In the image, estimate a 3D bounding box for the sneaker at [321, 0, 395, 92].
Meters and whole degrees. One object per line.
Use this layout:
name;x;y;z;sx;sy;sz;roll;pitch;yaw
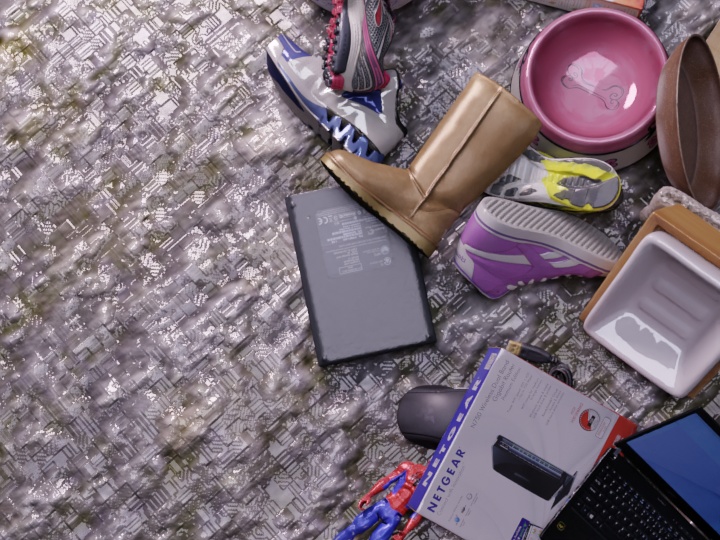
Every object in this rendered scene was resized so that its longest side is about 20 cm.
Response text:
sneaker;0.007;-0.303;1.345;0.074;0.081;0.201;5;108;-16

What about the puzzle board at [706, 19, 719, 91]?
puzzle board;0.510;-0.279;1.444;0.150;0.017;0.200;33;81;8

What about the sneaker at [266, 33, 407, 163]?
sneaker;-0.015;-0.212;1.420;0.115;0.081;0.200;-41;86;-11

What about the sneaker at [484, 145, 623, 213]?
sneaker;0.213;-0.101;1.385;0.199;0.085;0.075;21;88;29

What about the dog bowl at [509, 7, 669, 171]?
dog bowl;0.275;-0.218;1.396;0.199;0.074;0.201;-1;81;8

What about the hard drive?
hard drive;0.000;0.000;1.371;0.139;0.033;0.201;-12;85;-1

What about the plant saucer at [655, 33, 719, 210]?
plant saucer;0.373;-0.165;1.348;0.036;0.200;0.202;-3;74;32

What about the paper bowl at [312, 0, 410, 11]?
paper bowl;0.003;-0.405;1.445;0.199;0.104;0.202;0;76;2

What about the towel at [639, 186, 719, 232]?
towel;0.408;-0.024;1.327;0.200;0.133;0.035;35;84;9

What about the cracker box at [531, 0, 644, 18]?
cracker box;0.260;-0.392;1.457;0.199;0.058;0.135;15;78;6

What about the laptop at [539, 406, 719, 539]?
laptop;0.325;0.268;1.247;0.177;0.103;0.200;44;80;-12

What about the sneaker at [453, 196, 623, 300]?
sneaker;0.201;-0.010;1.372;0.199;0.115;0.073;16;33;-16

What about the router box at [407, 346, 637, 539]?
router box;0.176;0.213;1.292;0.179;0.049;0.201;29;84;-8

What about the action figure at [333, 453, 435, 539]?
action figure;0.025;0.275;1.315;0.065;0.052;0.200;43;79;14

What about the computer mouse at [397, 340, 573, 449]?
computer mouse;0.146;0.143;1.340;0.199;0.046;0.141;12;80;4

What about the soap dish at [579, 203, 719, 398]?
soap dish;0.347;0.033;1.292;0.157;0.200;0.081;36;52;11

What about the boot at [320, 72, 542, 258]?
boot;0.078;-0.140;1.338;0.175;0.066;0.200;39;86;-9
